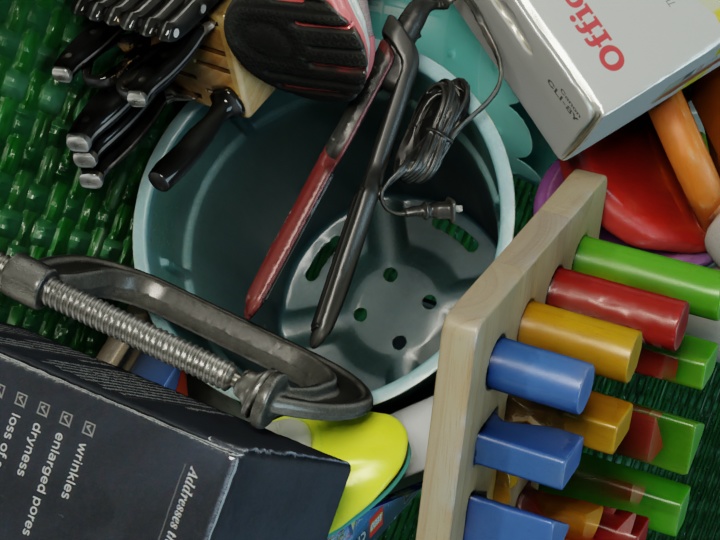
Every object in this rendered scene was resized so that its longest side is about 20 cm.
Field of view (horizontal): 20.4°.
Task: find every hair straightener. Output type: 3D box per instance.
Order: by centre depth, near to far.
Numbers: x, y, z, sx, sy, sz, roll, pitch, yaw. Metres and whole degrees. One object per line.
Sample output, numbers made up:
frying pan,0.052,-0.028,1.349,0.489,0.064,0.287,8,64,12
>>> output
hair straightener,0.017,-0.050,0.993,0.200,0.077,0.041,-64,-176,-14

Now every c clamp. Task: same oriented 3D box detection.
c clamp,-0.093,0.030,0.924,0.171,0.200,0.027,-14,127,-78

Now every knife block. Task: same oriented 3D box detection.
knife block,-0.069,-0.119,1.005,0.200,0.064,0.176,1,108,-64

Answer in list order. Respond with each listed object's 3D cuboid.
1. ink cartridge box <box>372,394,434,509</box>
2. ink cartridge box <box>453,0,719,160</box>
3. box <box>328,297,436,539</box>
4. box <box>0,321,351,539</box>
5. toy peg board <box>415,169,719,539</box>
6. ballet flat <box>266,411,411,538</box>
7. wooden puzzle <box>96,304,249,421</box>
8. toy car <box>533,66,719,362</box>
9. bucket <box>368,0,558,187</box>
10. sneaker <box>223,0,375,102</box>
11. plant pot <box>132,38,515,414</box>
ink cartridge box,-0.024,0.119,1.074,0.039,0.200,0.099,67,14,11
ink cartridge box,0.149,-0.172,1.029,0.200,0.145,0.083,-32,172,-15
box,-0.005,0.124,1.328,0.200,0.038,0.137,-44,144,-43
box,-0.140,0.142,0.894,0.124,0.196,0.200,18,92,-64
toy peg board,0.110,0.083,1.004,0.199,0.098,0.200,-44,145,-57
ballet flat,-0.072,0.113,0.973,0.067,0.200,0.067,45,28,-38
wooden puzzle,-0.121,0.131,1.098,0.185,0.046,0.200,-60,153,-20
toy car,0.173,-0.044,1.134,0.150,0.175,0.200,-12,151,-15
bucket,0.089,-0.159,1.202,0.207,0.135,0.208,-44,145,-43
sneaker,-0.022,-0.158,0.915,0.200,0.074,0.087,74,35,-53
plant pot,0.000,0.000,1.099,0.201,0.200,0.196,-66,163,-9
